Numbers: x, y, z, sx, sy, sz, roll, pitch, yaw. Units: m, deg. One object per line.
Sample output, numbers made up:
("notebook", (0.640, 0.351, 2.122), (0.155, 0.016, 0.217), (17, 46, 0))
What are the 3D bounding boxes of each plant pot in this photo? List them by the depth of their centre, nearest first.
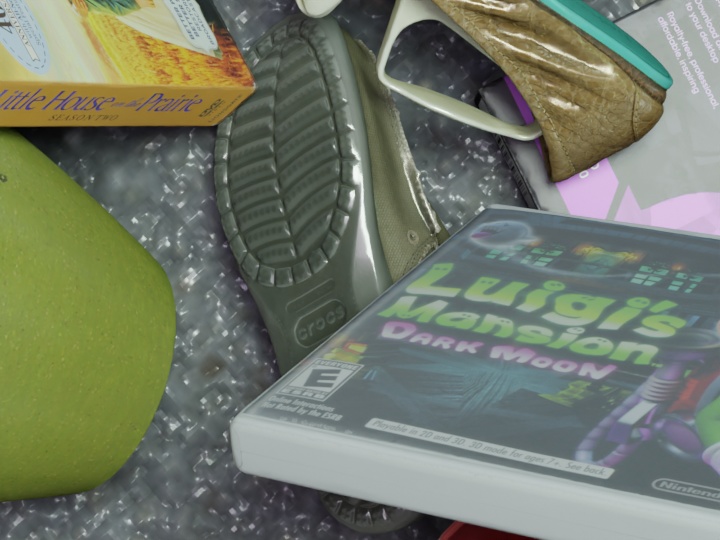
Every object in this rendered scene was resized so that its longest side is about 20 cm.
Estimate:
("plant pot", (-0.170, 0.006, 0.770), (0.199, 0.187, 0.189), (21, 87, -35))

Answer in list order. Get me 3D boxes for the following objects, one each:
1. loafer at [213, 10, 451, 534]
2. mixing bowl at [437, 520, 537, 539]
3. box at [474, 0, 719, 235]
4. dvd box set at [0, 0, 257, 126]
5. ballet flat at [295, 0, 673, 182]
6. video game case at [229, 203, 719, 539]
("loafer", (0.000, 0.000, 0.836), (0.075, 0.069, 0.202), (-21, 75, 35))
("mixing bowl", (0.129, 0.104, 0.780), (0.199, 0.201, 0.109), (25, 47, 2))
("box", (0.163, -0.048, 0.846), (0.199, 0.036, 0.144), (-27, 87, -2))
("dvd box set", (-0.129, -0.117, 0.767), (0.029, 0.199, 0.147), (-36, 75, 26))
("ballet flat", (0.022, -0.103, 0.794), (0.200, 0.068, 0.072), (40, 103, -16))
("video game case", (0.087, 0.032, 0.716), (0.198, 0.182, 0.024), (9, 118, 30))
